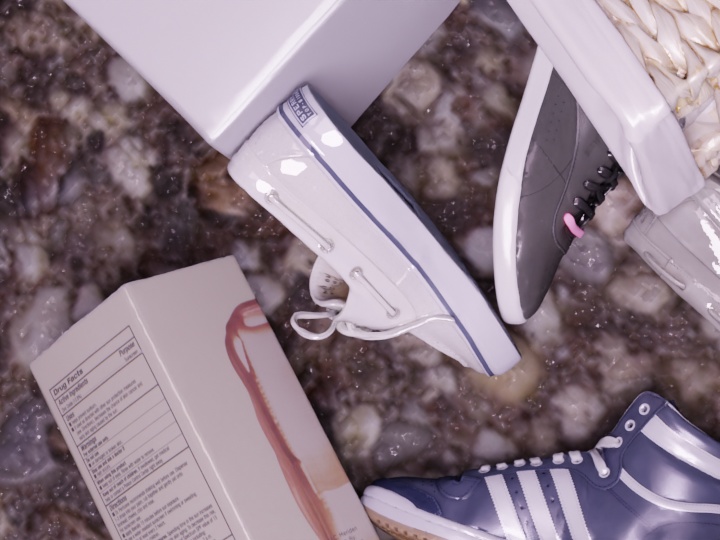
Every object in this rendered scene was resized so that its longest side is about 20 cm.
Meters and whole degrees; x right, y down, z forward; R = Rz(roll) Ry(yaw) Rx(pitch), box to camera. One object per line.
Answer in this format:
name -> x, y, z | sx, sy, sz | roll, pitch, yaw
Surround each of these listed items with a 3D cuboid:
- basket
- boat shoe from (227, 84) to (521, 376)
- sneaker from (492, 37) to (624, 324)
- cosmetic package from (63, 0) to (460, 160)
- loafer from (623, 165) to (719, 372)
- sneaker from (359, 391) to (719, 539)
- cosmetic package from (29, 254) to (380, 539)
basket -> 0.133, -0.151, 0.901 | 0.123, 0.136, 0.201 | -33, 70, 5
boat shoe -> 0.001, 0.002, 0.961 | 0.086, 0.202, 0.075 | -38, 36, 7
sneaker -> 0.133, -0.062, 0.984 | 0.099, 0.071, 0.201 | 14, 83, 16
cosmetic package -> -0.071, -0.177, 0.985 | 0.200, 0.167, 0.166 | 43, 93, 12
loafer -> 0.217, 0.035, 0.966 | 0.070, 0.070, 0.200 | -42, 84, 28
sneaker -> 0.103, 0.110, 0.977 | 0.199, 0.070, 0.109 | 13, 77, 20
cosmetic package -> -0.077, 0.107, 0.983 | 0.103, 0.087, 0.201 | -35, 79, 41
